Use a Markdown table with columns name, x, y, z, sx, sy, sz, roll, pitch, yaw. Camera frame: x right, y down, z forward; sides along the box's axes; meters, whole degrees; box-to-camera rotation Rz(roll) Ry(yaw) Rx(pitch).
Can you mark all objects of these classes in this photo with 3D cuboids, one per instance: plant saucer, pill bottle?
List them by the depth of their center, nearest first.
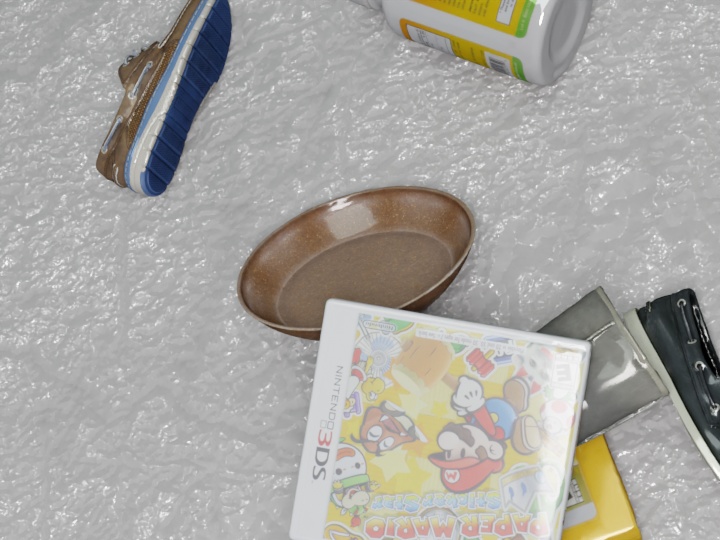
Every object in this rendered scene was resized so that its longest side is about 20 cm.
| name | x | y | z | sx | sy | sz | roll | pitch | yaw |
| --- | --- | --- | --- | --- | --- | --- | --- | --- | --- |
| plant saucer | 0.000 | 0.000 | 1.325 | 0.200 | 0.037 | 0.201 | -15 | 31 | 9 |
| pill bottle | 0.088 | -0.240 | 1.399 | 0.199 | 0.111 | 0.111 | 23 | 76 | 22 |

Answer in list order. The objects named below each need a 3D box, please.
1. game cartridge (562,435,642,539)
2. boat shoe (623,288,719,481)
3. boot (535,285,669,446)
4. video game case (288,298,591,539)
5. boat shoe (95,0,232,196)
| name | x | y | z | sx | sy | sz | roll | pitch | yaw |
| --- | --- | --- | --- | --- | --- | --- | --- | --- | --- |
| game cartridge | 0.096 | 0.160 | 1.275 | 0.199 | 0.032 | 0.177 | -21 | 64 | 5 |
| boat shoe | 0.272 | 0.097 | 1.231 | 0.066 | 0.074 | 0.200 | -34 | 54 | 12 |
| boot | 0.105 | 0.077 | 1.239 | 0.200 | 0.073 | 0.182 | -41 | 76 | 14 |
| video game case | 0.057 | 0.126 | 1.203 | 0.199 | 0.023 | 0.183 | 9 | 90 | 12 |
| boat shoe | -0.180 | -0.167 | 1.463 | 0.072 | 0.072 | 0.201 | 16 | 73 | 22 |
